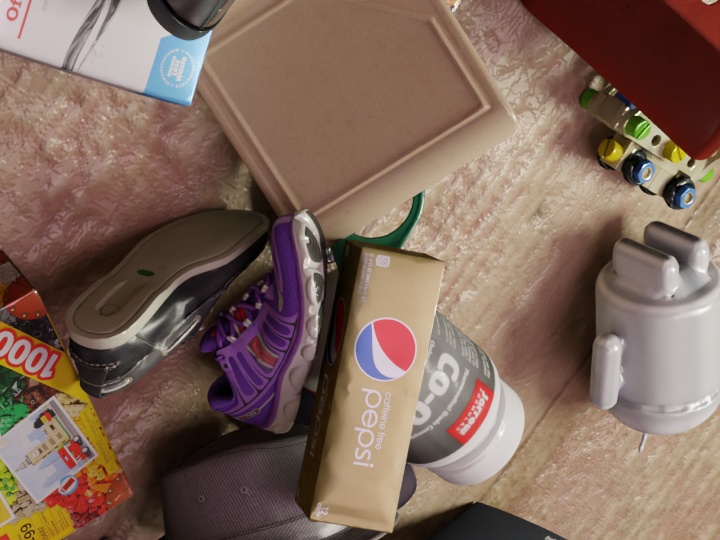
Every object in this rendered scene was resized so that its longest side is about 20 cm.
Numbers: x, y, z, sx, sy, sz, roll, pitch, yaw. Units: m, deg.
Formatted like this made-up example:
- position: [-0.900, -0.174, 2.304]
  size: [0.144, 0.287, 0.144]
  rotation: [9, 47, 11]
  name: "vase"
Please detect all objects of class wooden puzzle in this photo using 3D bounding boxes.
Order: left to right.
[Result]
- position: [-0.013, -0.137, 1.306]
  size: [0.185, 0.037, 0.200]
  rotation: [-31, 104, 13]
  name: "wooden puzzle"

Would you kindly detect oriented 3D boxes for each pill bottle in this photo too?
- position: [0.041, 0.088, 1.475]
  size: [0.114, 0.114, 0.200]
  rotation: [-51, 129, 0]
  name: "pill bottle"

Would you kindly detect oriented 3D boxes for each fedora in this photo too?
- position: [-0.076, 0.170, 1.421]
  size: [0.177, 0.199, 0.091]
  rotation: [-27, 104, -68]
  name: "fedora"

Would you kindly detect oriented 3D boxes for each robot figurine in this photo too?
- position: [0.263, 0.060, 1.603]
  size: [0.169, 0.113, 0.201]
  rotation: [-24, 124, -30]
  name: "robot figurine"

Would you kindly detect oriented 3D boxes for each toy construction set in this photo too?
- position: [0.267, -0.124, 1.533]
  size: [0.200, 0.092, 0.131]
  rotation: [27, 97, -28]
  name: "toy construction set"

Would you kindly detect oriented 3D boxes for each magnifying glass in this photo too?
- position: [0.000, 0.000, 1.358]
  size: [0.079, 0.022, 0.201]
  rotation: [8, 94, -1]
  name: "magnifying glass"

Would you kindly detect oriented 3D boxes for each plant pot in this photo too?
- position: [0.265, -0.224, 1.364]
  size: [0.200, 0.176, 0.200]
  rotation: [42, 87, -1]
  name: "plant pot"

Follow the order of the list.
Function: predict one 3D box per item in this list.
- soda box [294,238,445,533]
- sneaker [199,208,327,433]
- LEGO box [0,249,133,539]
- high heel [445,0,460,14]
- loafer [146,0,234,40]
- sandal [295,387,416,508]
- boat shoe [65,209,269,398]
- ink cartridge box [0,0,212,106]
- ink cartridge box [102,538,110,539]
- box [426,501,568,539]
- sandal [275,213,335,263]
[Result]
- position: [0.006, 0.082, 1.320]
  size: [0.064, 0.068, 0.201]
  rotation: [10, 94, -12]
  name: "soda box"
- position: [-0.072, 0.042, 1.329]
  size: [0.083, 0.081, 0.200]
  rotation: [10, 128, -7]
  name: "sneaker"
- position: [-0.272, 0.110, 1.310]
  size: [0.149, 0.077, 0.200]
  rotation: [-31, 127, -16]
  name: "LEGO box"
- position: [0.074, -0.192, 1.358]
  size: [0.199, 0.071, 0.143]
  rotation: [-19, 104, -14]
  name: "high heel"
- position: [-0.076, -0.233, 1.199]
  size: [0.072, 0.063, 0.200]
  rotation: [36, 50, -22]
  name: "loafer"
- position: [-0.021, 0.152, 1.513]
  size: [0.076, 0.043, 0.200]
  rotation: [-50, 129, -1]
  name: "sandal"
- position: [-0.137, 0.017, 1.329]
  size: [0.200, 0.072, 0.068]
  rotation: [-42, 138, -41]
  name: "boat shoe"
- position: [-0.193, -0.190, 1.201]
  size: [0.199, 0.068, 0.116]
  rotation: [14, 94, -36]
  name: "ink cartridge box"
- position: [-0.145, 0.325, 1.457]
  size: [0.084, 0.146, 0.200]
  rotation: [-44, 128, -4]
  name: "ink cartridge box"
- position: [0.095, 0.327, 1.604]
  size: [0.148, 0.104, 0.201]
  rotation: [-23, 129, -58]
  name: "box"
- position: [-0.021, -0.093, 1.384]
  size: [0.075, 0.048, 0.201]
  rotation: [-8, 117, -30]
  name: "sandal"
